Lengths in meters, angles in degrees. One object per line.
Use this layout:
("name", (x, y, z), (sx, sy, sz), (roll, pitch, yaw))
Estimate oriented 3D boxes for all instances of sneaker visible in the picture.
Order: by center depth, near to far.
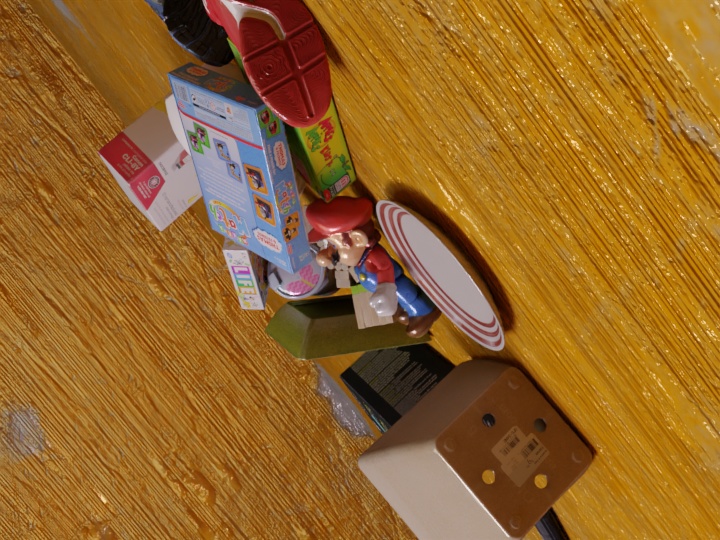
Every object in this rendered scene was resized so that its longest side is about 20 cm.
("sneaker", (-0.090, -0.225, 0.843), (0.202, 0.078, 0.116), (64, 176, -7))
("sneaker", (-0.186, -0.288, 1.018), (0.200, 0.075, 0.079), (53, -178, 35))

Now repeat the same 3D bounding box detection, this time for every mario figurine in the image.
("mario figurine", (0.000, 0.000, 1.071), (0.200, 0.106, 0.123), (48, 146, -17))

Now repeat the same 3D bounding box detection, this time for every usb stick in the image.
("usb stick", (0.308, 0.428, 1.446), (0.055, 0.033, 0.201), (35, 162, 52))

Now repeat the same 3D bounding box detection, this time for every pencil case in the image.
("pencil case", (-0.077, -0.001, 1.325), (0.200, 0.090, 0.084), (8, -112, -83))

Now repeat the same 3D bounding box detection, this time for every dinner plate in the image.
("dinner plate", (0.088, 0.001, 0.947), (0.200, 0.024, 0.200), (49, 168, 13))

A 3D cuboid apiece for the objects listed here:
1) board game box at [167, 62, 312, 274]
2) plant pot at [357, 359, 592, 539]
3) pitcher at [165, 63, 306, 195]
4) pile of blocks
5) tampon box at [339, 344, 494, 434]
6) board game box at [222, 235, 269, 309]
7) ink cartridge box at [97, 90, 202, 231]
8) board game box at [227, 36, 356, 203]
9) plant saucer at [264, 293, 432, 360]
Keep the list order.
("board game box", (-0.127, -0.109, 0.968), (0.151, 0.036, 0.202), (28, 140, 38))
("plant pot", (0.145, 0.218, 1.037), (0.200, 0.199, 0.177), (49, 158, 7))
("pitcher", (-0.145, -0.149, 1.093), (0.200, 0.121, 0.172), (49, -164, -16))
("pile of blocks", (-0.001, -0.015, 1.208), (0.062, 0.082, 0.201), (-16, -110, -54))
("tampon box", (0.091, 0.206, 1.343), (0.200, 0.126, 0.150), (38, 165, 49))
("board game box", (-0.144, -0.067, 1.252), (0.135, 0.034, 0.202), (81, -167, -54))
("ink cartridge box", (-0.264, -0.178, 1.332), (0.083, 0.200, 0.145), (42, 167, 23))
("board game box", (-0.068, -0.167, 0.962), (0.102, 0.048, 0.200), (45, 168, 26))
("plant saucer", (-0.024, 0.072, 1.312), (0.199, 0.198, 0.048), (-158, 63, -68))
